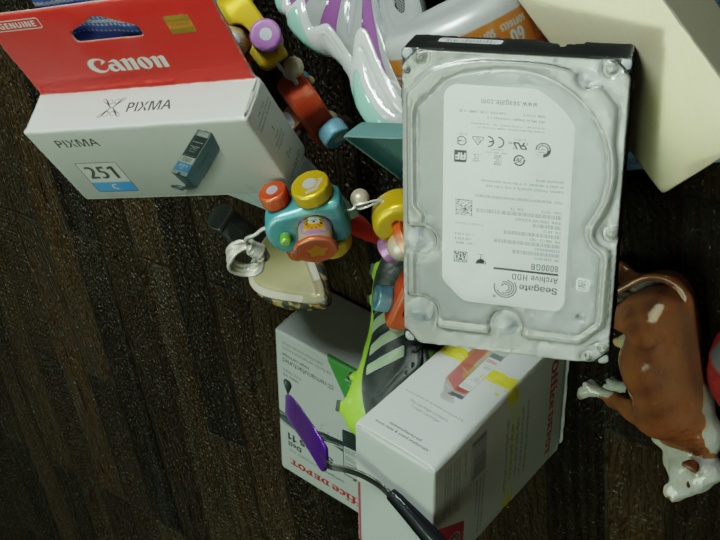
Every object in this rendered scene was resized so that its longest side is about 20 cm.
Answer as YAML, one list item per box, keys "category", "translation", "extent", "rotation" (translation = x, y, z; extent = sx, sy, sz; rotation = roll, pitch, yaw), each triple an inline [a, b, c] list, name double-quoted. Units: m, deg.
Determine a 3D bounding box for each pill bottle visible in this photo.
- category: "pill bottle"
  translation: [0.104, -0.088, 0.763]
  extent: [0.112, 0.112, 0.201]
  rotation: [-9, 114, 47]

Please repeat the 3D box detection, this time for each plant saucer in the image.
- category: "plant saucer"
  translation: [0.072, -0.065, 0.865]
  extent: [0.070, 0.019, 0.199]
  rotation: [8, 165, 41]

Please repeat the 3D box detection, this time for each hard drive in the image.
- category: "hard drive"
  translation: [0.095, -0.042, 0.702]
  extent: [0.138, 0.038, 0.202]
  rotation: [7, 118, 15]

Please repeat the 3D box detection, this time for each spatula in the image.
- category: "spatula"
  translation: [0.008, 0.169, 0.878]
  extent: [0.199, 0.021, 0.057]
  rotation: [37, 153, 18]

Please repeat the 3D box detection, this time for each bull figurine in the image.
- category: "bull figurine"
  translation: [0.228, 0.083, 0.880]
  extent: [0.121, 0.065, 0.202]
  rotation: [14, 125, 44]

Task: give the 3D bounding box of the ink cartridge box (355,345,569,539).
- category: "ink cartridge box"
  translation: [0.089, 0.143, 0.956]
  extent: [0.083, 0.200, 0.146]
  rotation: [25, 135, 32]

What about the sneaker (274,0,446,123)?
- category: "sneaker"
  translation: [0.023, -0.209, 0.860]
  extent: [0.200, 0.077, 0.140]
  rotation: [51, 123, 20]

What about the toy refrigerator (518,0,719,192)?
- category: "toy refrigerator"
  translation: [0.164, -0.157, 0.686]
  extent: [0.201, 0.070, 0.076]
  rotation: [52, 133, -2]

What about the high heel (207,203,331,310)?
- category: "high heel"
  translation: [-0.049, 0.011, 1.045]
  extent: [0.142, 0.072, 0.200]
  rotation: [40, 178, -41]

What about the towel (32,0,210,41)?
- category: "towel"
  translation: [-0.157, -0.158, 0.831]
  extent: [0.143, 0.024, 0.200]
  rotation: [5, 150, 21]

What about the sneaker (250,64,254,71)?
- category: "sneaker"
  translation: [-0.157, -0.185, 0.937]
  extent: [0.081, 0.199, 0.089]
  rotation: [-44, 71, 35]

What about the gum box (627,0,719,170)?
- category: "gum box"
  translation: [0.172, -0.166, 0.758]
  extent: [0.169, 0.044, 0.201]
  rotation: [-1, 118, 45]

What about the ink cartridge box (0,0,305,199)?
- category: "ink cartridge box"
  translation: [-0.164, -0.122, 0.836]
  extent: [0.198, 0.045, 0.177]
  rotation: [-1, 148, 23]

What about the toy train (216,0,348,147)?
- category: "toy train"
  translation: [-0.092, -0.182, 0.900]
  extent: [0.201, 0.055, 0.150]
  rotation: [54, -178, 20]

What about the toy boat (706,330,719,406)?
- category: "toy boat"
  translation: [0.320, 0.113, 0.761]
  extent: [0.200, 0.131, 0.131]
  rotation: [40, 140, 14]

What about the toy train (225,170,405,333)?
- category: "toy train"
  translation: [0.000, 0.000, 0.877]
  extent: [0.198, 0.056, 0.151]
  rotation: [14, 132, -20]

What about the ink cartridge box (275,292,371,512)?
- category: "ink cartridge box"
  translation: [-0.006, 0.142, 1.140]
  extent: [0.146, 0.083, 0.201]
  rotation: [25, 134, 28]

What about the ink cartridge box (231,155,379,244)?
- category: "ink cartridge box"
  translation: [-0.084, -0.067, 1.000]
  extent: [0.159, 0.048, 0.200]
  rotation: [22, 167, 30]

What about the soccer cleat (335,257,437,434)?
- category: "soccer cleat"
  translation: [0.040, 0.056, 0.991]
  extent: [0.080, 0.067, 0.202]
  rotation: [15, 92, 28]
